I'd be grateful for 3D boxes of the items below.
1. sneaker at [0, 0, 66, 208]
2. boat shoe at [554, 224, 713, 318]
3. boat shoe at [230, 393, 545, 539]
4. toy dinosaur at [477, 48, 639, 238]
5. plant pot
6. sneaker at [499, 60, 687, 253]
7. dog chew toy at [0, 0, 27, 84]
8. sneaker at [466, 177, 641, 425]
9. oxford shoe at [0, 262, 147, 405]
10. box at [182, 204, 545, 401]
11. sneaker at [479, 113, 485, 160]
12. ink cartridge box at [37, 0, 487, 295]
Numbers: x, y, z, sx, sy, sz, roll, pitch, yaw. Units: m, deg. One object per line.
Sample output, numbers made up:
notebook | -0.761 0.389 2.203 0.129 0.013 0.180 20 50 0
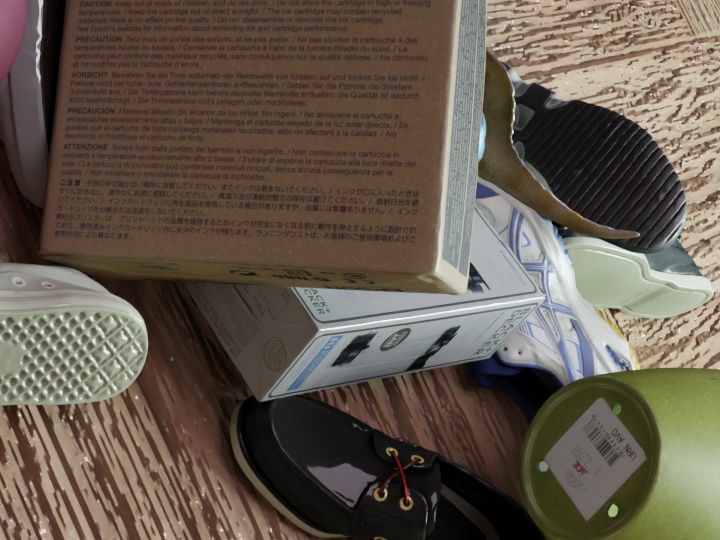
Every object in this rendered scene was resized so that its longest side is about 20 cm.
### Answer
sneaker | -0.182 -0.127 0.781 0.073 0.084 0.201 -13 97 -71
boat shoe | 0.177 -0.016 1.078 0.199 0.074 0.066 10 58 -44
boat shoe | 0.019 0.119 0.837 0.201 0.063 0.074 36 47 -25
toy dinosaur | 0.056 -0.072 0.855 0.058 0.101 0.200 -23 74 -50
plant pot | 0.187 0.130 0.894 0.200 0.187 0.188 25 50 -42
sneaker | 0.130 -0.065 0.994 0.200 0.074 0.089 39 -13 32
dog chew toy | -0.237 -0.098 0.655 0.125 0.124 0.200 55 47 -7
sneaker | 0.093 0.025 0.965 0.088 0.075 0.200 -37 88 -34
oxford shoe | -0.191 0.023 0.680 0.199 0.076 0.058 6 21 -36
box | 0.000 0.000 0.865 0.199 0.060 0.117 -8 55 -49
sneaker | -0.031 -0.083 0.827 0.082 0.199 0.074 -32 132 -57
ink cartridge box | -0.044 -0.077 0.744 0.075 0.199 0.166 31 64 -71
